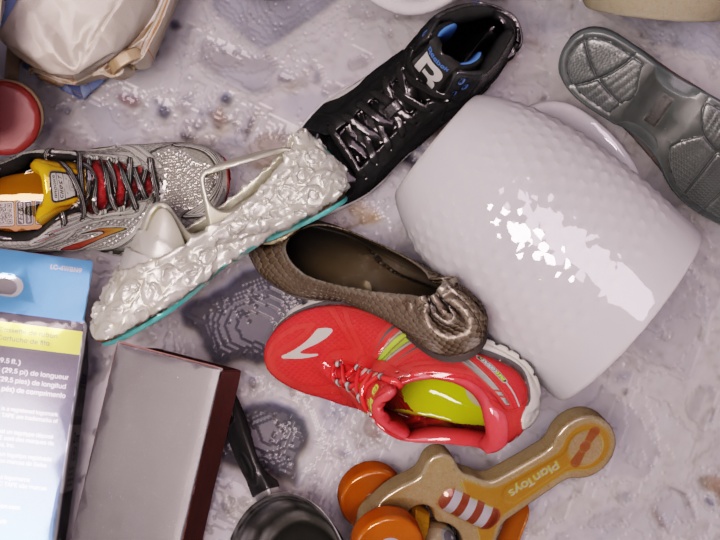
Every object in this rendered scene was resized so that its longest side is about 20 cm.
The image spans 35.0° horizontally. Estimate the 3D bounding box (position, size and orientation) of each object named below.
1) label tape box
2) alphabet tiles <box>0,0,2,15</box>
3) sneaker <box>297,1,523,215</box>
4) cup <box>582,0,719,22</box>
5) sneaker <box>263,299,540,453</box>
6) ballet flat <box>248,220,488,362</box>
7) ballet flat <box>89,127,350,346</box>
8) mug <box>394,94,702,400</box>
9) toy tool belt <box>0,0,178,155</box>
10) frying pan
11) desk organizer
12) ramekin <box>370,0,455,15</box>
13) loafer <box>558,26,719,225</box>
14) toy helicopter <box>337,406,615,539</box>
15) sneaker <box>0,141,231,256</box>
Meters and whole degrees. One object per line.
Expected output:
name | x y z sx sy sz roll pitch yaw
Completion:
label tape box | -0.254 0.088 0.745 0.141 0.066 0.204 7 80 -6
alphabet tiles | -0.281 -0.114 0.719 0.007 0.198 0.170 10 79 -46
sneaker | 0.024 -0.120 0.785 0.199 0.112 0.073 -40 88 -11
cup | 0.218 -0.255 0.805 0.197 0.201 0.146 2 108 -8
sneaker | 0.017 0.069 0.742 0.197 0.085 0.078 10 112 24
ballet flat | 0.000 0.000 0.750 0.198 0.047 0.067 27 56 35
ballet flat | -0.101 -0.030 0.750 0.198 0.072 0.072 -32 88 -8
mug | 0.128 -0.042 0.785 0.175 0.148 0.200 41 51 2
toy tool belt | -0.197 -0.171 0.773 0.124 0.123 0.202 29 91 -15
frying pan | -0.066 0.181 0.770 0.190 0.031 0.116 49 113 35
desk organizer | -0.137 0.154 0.743 0.071 0.077 0.203 13 87 7
ramekin | 0.060 -0.281 0.769 0.097 0.200 0.203 -16 85 -34
loafer | 0.232 -0.111 0.839 0.199 0.063 0.072 41 116 -4
toy helicopter | 0.088 0.165 0.773 0.198 0.079 0.133 -31 110 1
sneaker | -0.183 -0.045 0.762 0.197 0.082 0.079 -12 84 -10
